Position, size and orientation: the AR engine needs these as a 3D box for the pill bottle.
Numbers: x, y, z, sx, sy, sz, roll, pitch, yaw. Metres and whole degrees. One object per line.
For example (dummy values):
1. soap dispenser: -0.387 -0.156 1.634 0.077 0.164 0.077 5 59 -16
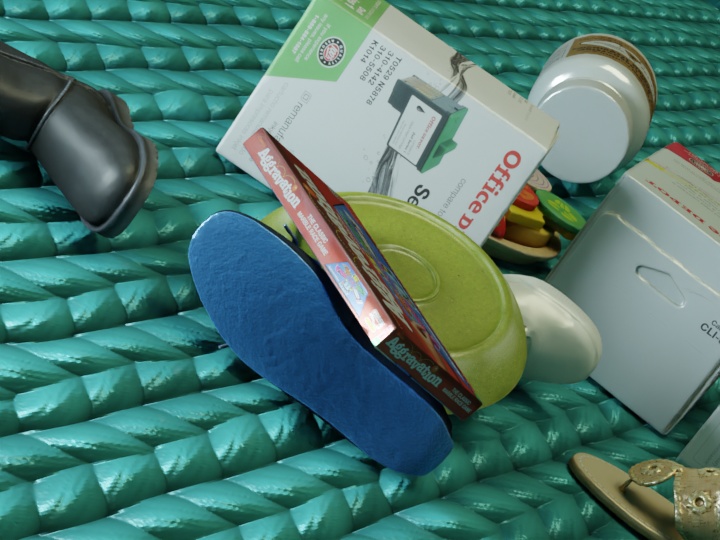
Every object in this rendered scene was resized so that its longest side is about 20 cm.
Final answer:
1. pill bottle: 0.209 -0.145 2.319 0.114 0.115 0.200 35 18 0

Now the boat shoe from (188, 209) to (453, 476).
1. boat shoe: -0.028 0.046 1.515 0.200 0.084 0.069 51 10 -4

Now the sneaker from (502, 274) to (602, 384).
1. sneaker: 0.068 0.036 1.713 0.199 0.075 0.089 25 28 -4

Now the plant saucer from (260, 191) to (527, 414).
1. plant saucer: 0.021 0.011 1.633 0.199 0.031 0.200 17 36 -13

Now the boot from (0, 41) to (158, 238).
1. boot: -0.228 -0.105 1.528 0.200 0.066 0.165 29 10 -26

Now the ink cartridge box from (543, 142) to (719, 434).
1. ink cartridge box: 0.236 0.009 1.928 0.145 0.145 0.200 38 18 9

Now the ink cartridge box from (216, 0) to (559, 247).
1. ink cartridge box: 0.022 -0.094 1.813 0.200 0.146 0.084 34 19 -1

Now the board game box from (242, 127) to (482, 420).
1. board game box: 0.000 0.000 1.530 0.103 0.019 0.200 39 12 -46

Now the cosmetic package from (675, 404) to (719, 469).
1. cosmetic package: 0.364 0.138 1.872 0.200 0.123 0.199 39 19 9

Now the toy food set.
1. toy food set: 0.085 -0.077 2.034 0.198 0.049 0.200 14 27 -47

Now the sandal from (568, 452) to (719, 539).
1. sandal: 0.241 0.165 1.669 0.212 0.070 0.078 40 19 15
